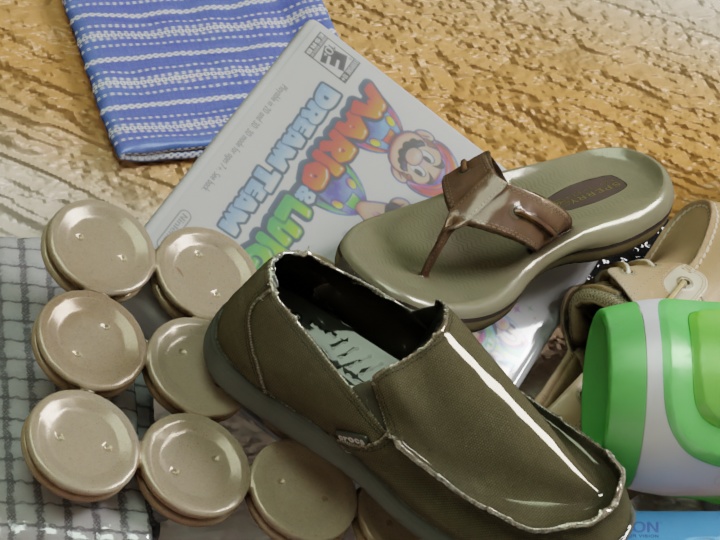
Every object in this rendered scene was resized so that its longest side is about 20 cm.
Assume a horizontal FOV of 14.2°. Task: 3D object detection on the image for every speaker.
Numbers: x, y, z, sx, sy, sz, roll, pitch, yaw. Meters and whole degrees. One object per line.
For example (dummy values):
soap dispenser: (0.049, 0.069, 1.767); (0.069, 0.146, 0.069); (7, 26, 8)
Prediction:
speaker: (0.199, 0.058, 1.249); (0.199, 0.089, 0.089); (3, 38, -5)

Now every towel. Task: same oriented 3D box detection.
towel: (-0.174, 0.073, 1.260); (0.165, 0.086, 0.200); (3, 43, -16)
towel: (-0.082, -0.130, 1.574); (0.144, 0.024, 0.200); (-7, 40, -14)

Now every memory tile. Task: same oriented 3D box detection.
memory tile: (-0.048, 0.050, 1.246); (0.199, 0.017, 0.154); (15, 51, -19)

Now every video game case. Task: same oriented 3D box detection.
video game case: (0.000, 0.000, 1.333); (0.182, 0.024, 0.200); (38, 50, -3)

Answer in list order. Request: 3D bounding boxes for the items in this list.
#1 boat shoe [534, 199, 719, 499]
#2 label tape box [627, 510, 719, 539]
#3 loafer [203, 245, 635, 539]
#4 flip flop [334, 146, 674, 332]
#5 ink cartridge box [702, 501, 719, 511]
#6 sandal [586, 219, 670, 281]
boat shoe: (0.130, 0.024, 1.347); (0.065, 0.071, 0.200); (42, 42, -12)
label tape box: (0.154, 0.187, 1.159); (0.144, 0.063, 0.200); (1, 38, 6)
loafer: (0.026, 0.057, 1.202); (0.200, 0.070, 0.075); (28, 47, 8)
flip flop: (0.069, -0.027, 1.317); (0.200, 0.058, 0.081); (-20, 47, -36)
ink cartridge box: (0.244, 0.126, 1.271); (0.162, 0.057, 0.200); (-1, 34, -8)
sandal: (0.067, 0.000, 1.415); (0.199, 0.045, 0.075); (3, 58, -25)
